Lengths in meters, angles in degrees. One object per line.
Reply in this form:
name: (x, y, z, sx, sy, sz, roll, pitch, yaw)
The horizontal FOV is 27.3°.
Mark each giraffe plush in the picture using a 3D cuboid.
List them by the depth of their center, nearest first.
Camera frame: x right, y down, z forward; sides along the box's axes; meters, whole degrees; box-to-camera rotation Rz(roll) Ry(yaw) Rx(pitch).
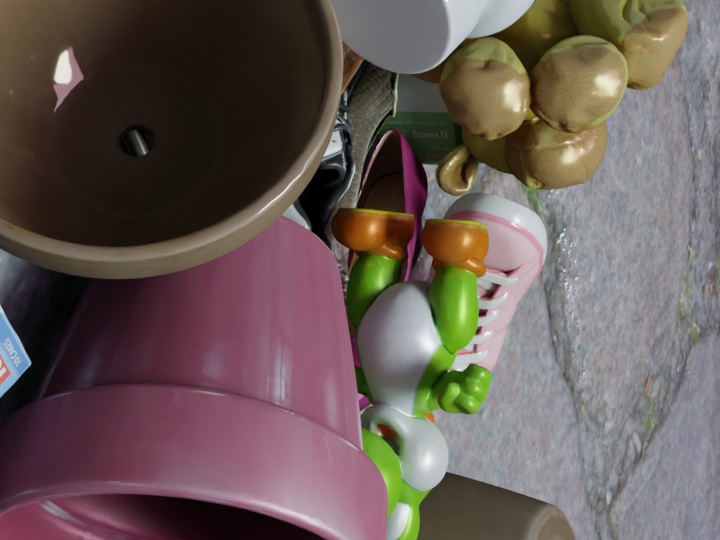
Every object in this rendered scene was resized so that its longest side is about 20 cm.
giraffe plush: (0.106, -0.119, 0.952, 0.162, 0.172, 0.200, 84, -4, -46)

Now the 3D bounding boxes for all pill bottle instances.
pill bottle: (0.066, -0.203, 0.840, 0.200, 0.119, 0.120, -49, 134, -33)

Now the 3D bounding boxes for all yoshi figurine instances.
yoshi figurine: (0.012, 0.067, 0.840, 0.112, 0.112, 0.201, 6, 93, -19)

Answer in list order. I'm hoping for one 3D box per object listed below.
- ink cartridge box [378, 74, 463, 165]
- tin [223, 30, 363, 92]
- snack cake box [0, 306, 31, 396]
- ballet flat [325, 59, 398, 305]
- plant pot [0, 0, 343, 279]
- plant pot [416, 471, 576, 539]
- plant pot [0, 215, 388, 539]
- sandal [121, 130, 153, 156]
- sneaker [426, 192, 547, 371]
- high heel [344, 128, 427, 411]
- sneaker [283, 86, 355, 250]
ink cartridge box: (0.060, -0.186, 1.042, 0.117, 0.067, 0.201, -33, 122, -50)
tin: (-0.041, -0.160, 0.843, 0.112, 0.042, 0.200, 55, 36, -21)
snack cake box: (-0.230, -0.001, 0.602, 0.115, 0.067, 0.200, -55, 137, -40)
ballet flat: (-0.006, -0.054, 0.956, 0.067, 0.046, 0.200, 95, 13, -71)
plant pot: (-0.111, -0.081, 0.706, 0.093, 0.200, 0.201, 101, 7, -69)
plant pot: (0.042, 0.206, 0.945, 0.200, 0.174, 0.201, 5, 84, -63)
plant pot: (-0.081, 0.072, 0.755, 0.200, 0.200, 0.179, 52, 36, -48)
sandal: (-0.103, -0.085, 0.804, 0.082, 0.054, 0.201, -37, 119, -51)
sneaker: (0.073, 0.032, 1.020, 0.200, 0.075, 0.105, 109, -1, -63)
high heel: (0.000, 0.000, 0.972, 0.200, 0.067, 0.096, -74, 160, -45)
sneaker: (-0.029, -0.088, 0.904, 0.074, 0.080, 0.201, 38, 60, -51)
